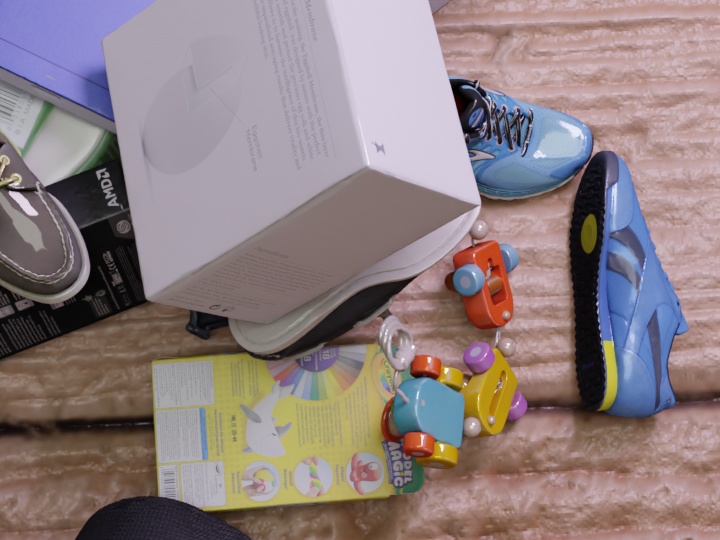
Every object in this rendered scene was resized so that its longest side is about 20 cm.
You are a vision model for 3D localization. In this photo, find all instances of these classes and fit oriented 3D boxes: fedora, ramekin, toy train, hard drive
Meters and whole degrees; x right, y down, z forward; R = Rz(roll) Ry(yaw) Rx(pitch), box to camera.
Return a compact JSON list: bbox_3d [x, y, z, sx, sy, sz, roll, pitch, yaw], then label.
[{"bbox_3d":[-0.141,0.220,1.172,0.198,0.202,0.092,16,51,0],"label":"fedora"},{"bbox_3d":[-0.261,-0.126,1.230,0.197,0.098,0.203,0,81,-3],"label":"ramekin"},{"bbox_3d":[0.060,0.059,1.210,0.055,0.200,0.152,-9,105,36],"label":"toy train"},{"bbox_3d":[-0.184,-0.212,1.189,0.131,0.025,0.202,25,71,-5],"label":"hard drive"}]

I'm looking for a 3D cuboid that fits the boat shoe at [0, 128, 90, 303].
[{"bbox_3d":[-0.260,-0.060,1.120,0.072,0.060,0.202,-40,72,-13],"label":"boat shoe"}]

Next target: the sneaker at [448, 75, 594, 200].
[{"bbox_3d":[0.085,-0.103,1.240,0.197,0.090,0.079,7,81,-13],"label":"sneaker"}]

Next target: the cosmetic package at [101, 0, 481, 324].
[{"bbox_3d":[-0.049,-0.100,1.080,0.199,0.122,0.202,-29,63,35],"label":"cosmetic package"}]

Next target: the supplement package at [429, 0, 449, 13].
[{"bbox_3d":[0.019,-0.310,1.223,0.147,0.191,0.201,-38,86,-7],"label":"supplement package"}]

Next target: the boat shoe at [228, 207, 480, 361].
[{"bbox_3d":[0.000,0.000,1.167,0.199,0.060,0.074,-36,70,2],"label":"boat shoe"}]

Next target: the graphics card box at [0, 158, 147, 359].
[{"bbox_3d":[-0.247,0.004,1.196,0.198,0.126,0.051,-21,59,-4],"label":"graphics card box"}]

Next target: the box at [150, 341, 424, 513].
[{"bbox_3d":[-0.054,0.117,1.230,0.197,0.048,0.119,-4,81,-1],"label":"box"}]

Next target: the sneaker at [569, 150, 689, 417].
[{"bbox_3d":[0.206,0.010,1.253,0.077,0.066,0.203,0,82,-14],"label":"sneaker"}]

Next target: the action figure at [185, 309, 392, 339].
[{"bbox_3d":[-0.064,-0.048,1.229,0.191,0.105,0.203,5,82,-11],"label":"action figure"}]
